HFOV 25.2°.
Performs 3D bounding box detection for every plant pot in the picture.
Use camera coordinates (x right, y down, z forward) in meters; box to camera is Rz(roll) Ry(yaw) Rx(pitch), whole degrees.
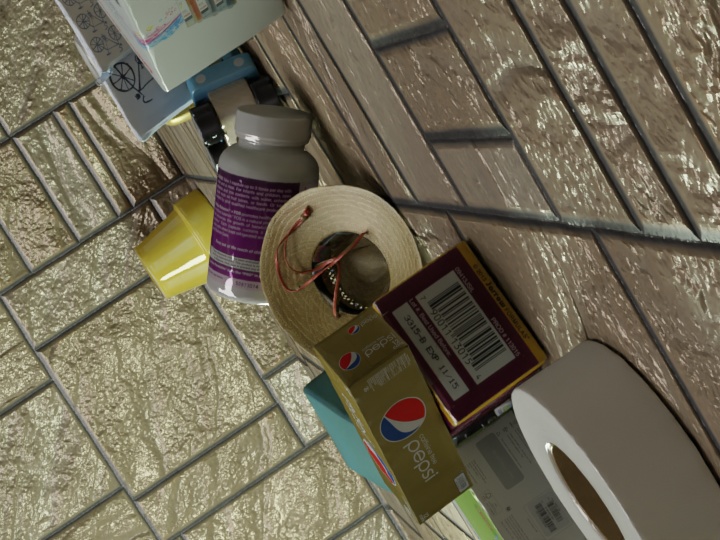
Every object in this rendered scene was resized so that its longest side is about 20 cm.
[{"bbox_3d":[0.055,0.185,1.966,0.200,0.141,0.142,28,152,59],"label":"plant pot"},{"bbox_3d":[-0.378,-0.043,3.483,0.201,0.188,0.201,55,171,13],"label":"plant pot"}]

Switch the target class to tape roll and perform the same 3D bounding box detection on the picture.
[{"bbox_3d":[0.197,0.155,1.205,0.203,0.071,0.203,55,171,12],"label":"tape roll"}]

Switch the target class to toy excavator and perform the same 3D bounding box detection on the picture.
[{"bbox_3d":[-0.172,-0.242,1.859,0.195,0.099,0.201,75,169,-62],"label":"toy excavator"}]

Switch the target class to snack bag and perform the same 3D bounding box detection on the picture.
[{"bbox_3d":[-0.245,-0.273,1.875,0.021,0.188,0.201,-9,115,46],"label":"snack bag"}]

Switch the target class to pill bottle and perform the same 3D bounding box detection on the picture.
[{"bbox_3d":[-0.102,-0.073,1.731,0.112,0.111,0.202,-140,54,-64],"label":"pill bottle"}]

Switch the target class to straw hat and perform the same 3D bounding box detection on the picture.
[{"bbox_3d":[0.000,0.000,1.669,0.202,0.201,0.085,55,-151,15],"label":"straw hat"}]

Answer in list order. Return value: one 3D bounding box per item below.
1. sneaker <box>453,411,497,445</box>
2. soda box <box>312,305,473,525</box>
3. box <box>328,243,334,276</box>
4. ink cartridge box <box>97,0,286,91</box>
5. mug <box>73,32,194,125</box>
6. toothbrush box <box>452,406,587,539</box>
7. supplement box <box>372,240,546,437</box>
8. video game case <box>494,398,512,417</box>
[{"bbox_3d":[0.128,0.172,1.752,0.201,0.075,0.079,61,-173,18],"label":"sneaker"},{"bbox_3d":[0.030,0.128,1.394,0.068,0.064,0.201,45,165,46],"label":"soda box"},{"bbox_3d":[0.023,0.019,1.752,0.200,0.064,0.070,52,171,30],"label":"box"},{"bbox_3d":[-0.177,-0.295,1.450,0.146,0.144,0.200,52,170,26],"label":"ink cartridge box"},{"bbox_3d":[-0.263,-0.283,1.990,0.187,0.153,0.150,48,167,48],"label":"mug"},{"bbox_3d":[0.151,0.230,1.588,0.146,0.086,0.200,55,171,12],"label":"toothbrush box"},{"bbox_3d":[0.082,0.071,1.460,0.131,0.103,0.200,54,172,10],"label":"supplement box"},{"bbox_3d":[0.189,0.183,1.555,0.144,0.018,0.200,56,172,5],"label":"video game case"}]
